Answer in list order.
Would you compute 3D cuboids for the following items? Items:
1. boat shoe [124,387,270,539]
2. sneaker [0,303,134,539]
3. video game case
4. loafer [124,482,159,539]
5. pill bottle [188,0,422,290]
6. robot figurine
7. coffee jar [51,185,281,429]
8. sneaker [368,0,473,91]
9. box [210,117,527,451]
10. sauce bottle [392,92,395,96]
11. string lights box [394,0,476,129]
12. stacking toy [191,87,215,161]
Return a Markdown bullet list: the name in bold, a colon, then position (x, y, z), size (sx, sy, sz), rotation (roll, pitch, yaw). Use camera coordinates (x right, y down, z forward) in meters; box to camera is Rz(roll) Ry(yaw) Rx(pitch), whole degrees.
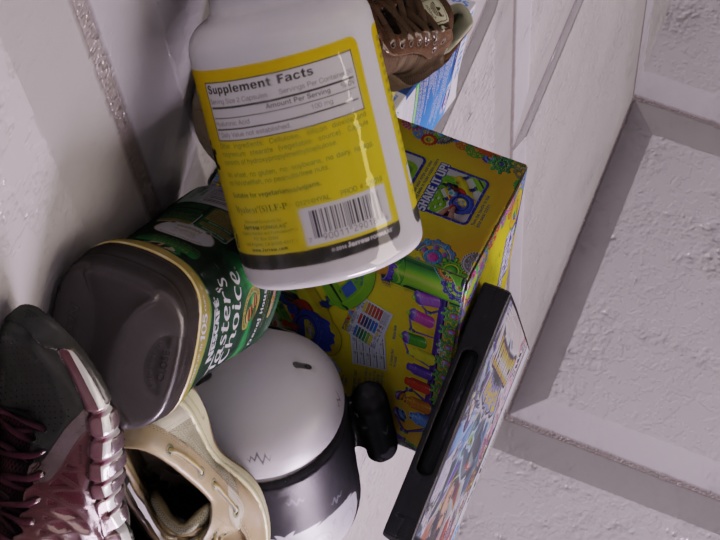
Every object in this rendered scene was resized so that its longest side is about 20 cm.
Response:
- **boat shoe**: position (-0.113, 0.147, 1.282), size (0.201, 0.071, 0.065), rotation (69, 25, -47)
- **sneaker**: position (-0.187, 0.124, 1.070), size (0.115, 0.075, 0.201), rotation (-33, 131, -32)
- **video game case**: position (0.071, 0.115, 1.398), size (0.200, 0.025, 0.182), rotation (58, 54, -75)
- **loafer**: position (-0.161, 0.152, 1.236), size (0.200, 0.062, 0.072), rotation (77, 35, -69)
- **pill bottle**: position (-0.037, -0.099, 1.146), size (0.111, 0.110, 0.202), rotation (-43, 123, -65)
- **robot figurine**: position (-0.064, 0.128, 1.398), size (0.150, 0.124, 0.201), rotation (-44, 147, -27)
- **coffee jar**: position (-0.114, 0.020, 1.188), size (0.200, 0.085, 0.105), rotation (-40, 147, -67)
- **sneaker**: position (0.019, -0.162, 1.296), size (0.075, 0.071, 0.200), rotation (-31, 176, 15)
- **box**: position (0.000, 0.000, 1.413), size (0.201, 0.191, 0.122), rotation (97, 18, -49)
- **sauce bottle**: position (0.020, -0.193, 1.503), size (0.065, 0.064, 0.201), rotation (80, 33, -67)
- **string lights box**: position (0.031, -0.146, 1.643), size (0.200, 0.058, 0.103), rotation (-56, 162, -51)
- **stacking toy**: position (-0.046, -0.129, 1.308), size (0.200, 0.085, 0.086), rotation (-62, 167, -66)
